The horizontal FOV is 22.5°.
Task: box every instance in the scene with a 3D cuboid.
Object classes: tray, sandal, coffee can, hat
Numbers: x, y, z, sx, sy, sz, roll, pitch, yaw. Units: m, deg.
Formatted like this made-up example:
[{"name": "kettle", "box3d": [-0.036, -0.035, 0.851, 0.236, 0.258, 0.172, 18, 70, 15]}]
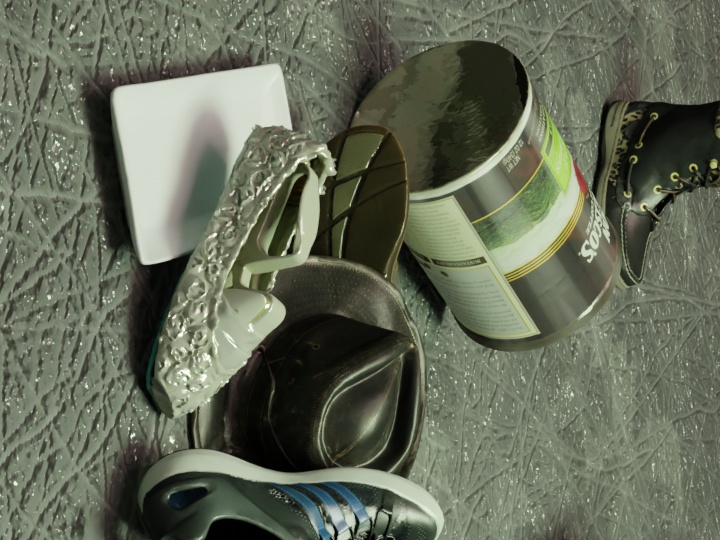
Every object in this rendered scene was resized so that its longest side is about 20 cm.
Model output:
[{"name": "tray", "box3d": [-0.098, -0.070, 1.145, 0.200, 0.022, 0.108, -20, 104, -61]}, {"name": "sandal", "box3d": [0.000, 0.000, 1.263, 0.055, 0.081, 0.201, -34, 119, -81]}, {"name": "coffee can", "box3d": [0.097, -0.054, 1.374, 0.200, 0.146, 0.147, 53, 41, -43]}, {"name": "hat", "box3d": [-0.010, 0.082, 1.157, 0.200, 0.081, 0.201, 6, 80, -36]}]

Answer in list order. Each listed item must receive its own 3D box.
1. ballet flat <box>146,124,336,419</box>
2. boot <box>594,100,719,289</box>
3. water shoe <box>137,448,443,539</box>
[{"name": "ballet flat", "box3d": [-0.068, -0.002, 1.104, 0.072, 0.072, 0.201, 44, 59, -50]}, {"name": "boot", "box3d": [0.312, -0.083, 1.773, 0.073, 0.150, 0.201, 43, 49, -51]}, {"name": "water shoe", "box3d": [-0.038, 0.163, 1.085, 0.199, 0.072, 0.079, 10, 38, -24]}]
